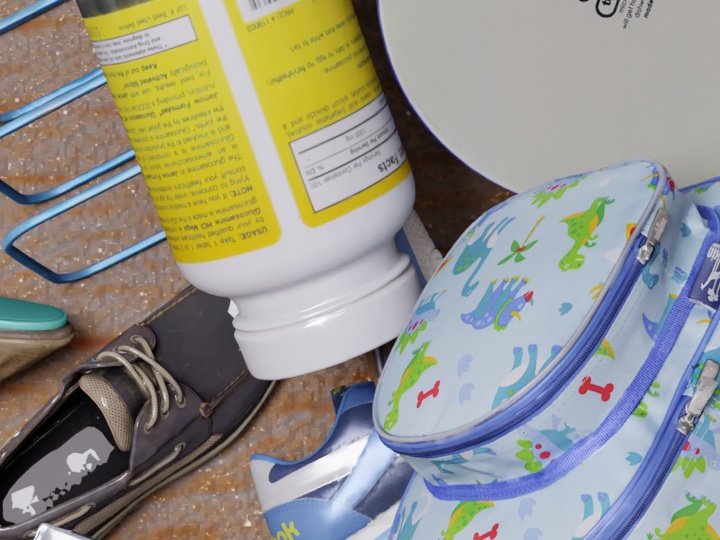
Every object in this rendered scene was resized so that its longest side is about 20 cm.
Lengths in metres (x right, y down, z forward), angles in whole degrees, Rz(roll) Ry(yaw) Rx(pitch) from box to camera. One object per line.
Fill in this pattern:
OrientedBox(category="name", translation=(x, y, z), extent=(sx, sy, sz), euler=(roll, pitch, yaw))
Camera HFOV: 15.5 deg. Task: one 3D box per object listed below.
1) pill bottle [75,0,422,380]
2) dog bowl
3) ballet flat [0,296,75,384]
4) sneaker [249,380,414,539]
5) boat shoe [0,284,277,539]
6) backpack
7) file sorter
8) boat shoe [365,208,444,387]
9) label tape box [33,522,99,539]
OrientedBox(category="pill bottle", translation=(-0.043, -0.061, 1.146), extent=(0.112, 0.112, 0.201), euler=(-20, 101, 1))
OrientedBox(category="dog bowl", translation=(0.105, -0.130, 1.148), extent=(0.198, 0.079, 0.202), euler=(0, 103, 2))
OrientedBox(category="ballet flat", translation=(-0.239, 0.038, 1.312), extent=(0.198, 0.068, 0.073), euler=(11, 100, 8))
OrientedBox(category="sneaker", translation=(0.034, 0.071, 1.270), extent=(0.199, 0.074, 0.082), euler=(-37, 75, -4))
OrientedBox(category="boat shoe", translation=(-0.108, 0.071, 1.282), extent=(0.074, 0.073, 0.200), euler=(43, 86, 11))
OrientedBox(category="backpack", translation=(0.093, 0.062, 1.075), extent=(0.147, 0.183, 0.201), euler=(36, 65, -23))
OrientedBox(category="file sorter", translation=(-0.145, -0.110, 1.291), extent=(0.122, 0.139, 0.201), euler=(-27, 78, 4))
OrientedBox(category="boat shoe", translation=(0.000, 0.000, 1.251), extent=(0.072, 0.072, 0.200), euler=(-29, 43, -4))
OrientedBox(category="label tape box", translation=(-0.053, 0.181, 1.219), extent=(0.199, 0.143, 0.067), euler=(16, 81, 8))
